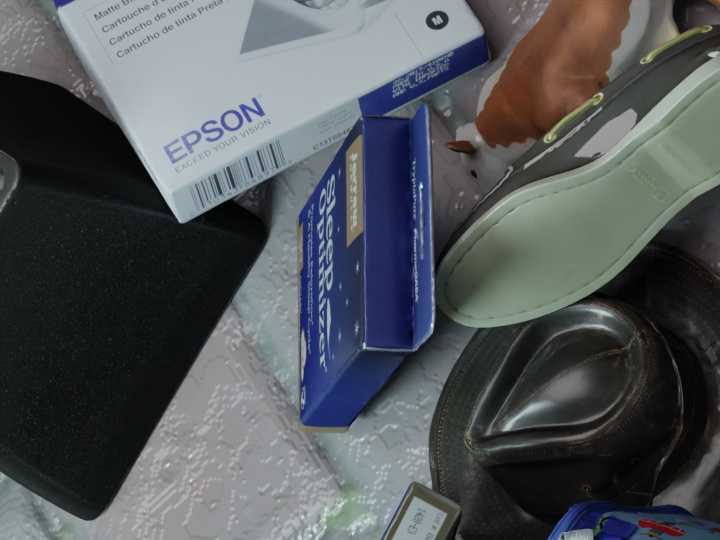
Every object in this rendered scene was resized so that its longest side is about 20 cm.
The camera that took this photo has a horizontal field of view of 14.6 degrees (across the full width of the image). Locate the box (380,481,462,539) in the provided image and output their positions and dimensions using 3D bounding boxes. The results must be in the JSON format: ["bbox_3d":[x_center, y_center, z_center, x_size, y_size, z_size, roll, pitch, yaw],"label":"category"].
[{"bbox_3d":[0.008,0.175,1.380,0.032,0.200,0.121,27,80,4],"label":"box"}]

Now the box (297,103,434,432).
[{"bbox_3d":[0.000,0.000,1.435,0.032,0.200,0.121,3,72,-13],"label":"box"}]

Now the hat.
[{"bbox_3d":[0.107,0.071,1.409,0.200,0.081,0.201,-9,73,29],"label":"hat"}]

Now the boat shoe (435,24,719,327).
[{"bbox_3d":[0.119,-0.047,1.387,0.201,0.072,0.061,-35,32,11],"label":"boat shoe"}]

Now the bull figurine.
[{"bbox_3d":[0.130,-0.108,1.459,0.121,0.065,0.200,31,99,27],"label":"bull figurine"}]

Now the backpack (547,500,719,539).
[{"bbox_3d":[0.121,0.176,1.312,0.200,0.182,0.135,10,90,37],"label":"backpack"}]

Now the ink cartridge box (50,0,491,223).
[{"bbox_3d":[-0.060,-0.150,1.552,0.199,0.041,0.200,-28,60,-8],"label":"ink cartridge box"}]

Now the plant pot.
[{"bbox_3d":[-0.211,-0.004,1.566,0.200,0.177,0.200,33,94,32],"label":"plant pot"}]
